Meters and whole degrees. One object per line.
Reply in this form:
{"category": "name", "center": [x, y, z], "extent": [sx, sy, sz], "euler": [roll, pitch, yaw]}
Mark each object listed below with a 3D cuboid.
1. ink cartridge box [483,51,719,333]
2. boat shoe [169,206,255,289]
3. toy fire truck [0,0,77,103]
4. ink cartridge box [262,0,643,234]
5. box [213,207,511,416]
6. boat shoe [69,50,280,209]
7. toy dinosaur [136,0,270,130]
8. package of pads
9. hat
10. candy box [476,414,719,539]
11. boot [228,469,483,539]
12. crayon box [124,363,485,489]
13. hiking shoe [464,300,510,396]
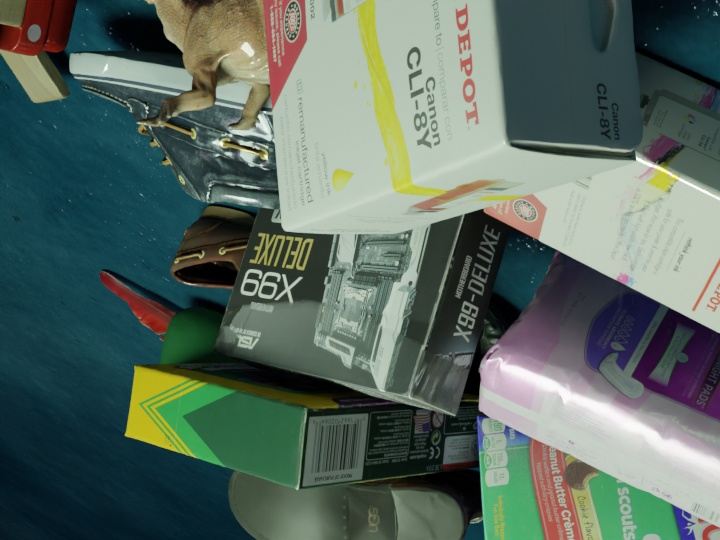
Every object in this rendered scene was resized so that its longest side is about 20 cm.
{"category": "ink cartridge box", "center": [0.175, -0.041, 0.683], "extent": [0.200, 0.068, 0.117], "euler": [29, 153, 13]}
{"category": "boat shoe", "center": [-0.072, -0.003, 1.020], "extent": [0.200, 0.070, 0.070], "euler": [6, 142, 41]}
{"category": "toy fire truck", "center": [-0.262, -0.187, 0.897], "extent": [0.176, 0.129, 0.200], "euler": [19, -171, 30]}
{"category": "ink cartridge box", "center": [0.036, -0.106, 0.629], "extent": [0.083, 0.145, 0.200], "euler": [0, 171, -33]}
{"category": "box", "center": [0.000, 0.000, 0.829], "extent": [0.050, 0.158, 0.200], "euler": [25, 169, -42]}
{"category": "boat shoe", "center": [-0.127, -0.101, 0.872], "extent": [0.200, 0.071, 0.091], "euler": [15, 108, 30]}
{"category": "toy dinosaur", "center": [-0.061, -0.153, 0.758], "extent": [0.200, 0.136, 0.086], "euler": [4, -174, 10]}
{"category": "package of pads", "center": [0.185, 0.074, 0.782], "extent": [0.200, 0.121, 0.076], "euler": [25, 142, 19]}
{"category": "hat", "center": [-0.153, 0.047, 1.251], "extent": [0.200, 0.176, 0.166], "euler": [-1, 156, -15]}
{"category": "candy box", "center": [0.185, 0.177, 0.840], "extent": [0.200, 0.169, 0.077], "euler": [-6, 144, 8]}
{"category": "boot", "center": [0.016, 0.176, 0.961], "extent": [0.200, 0.069, 0.174], "euler": [7, -179, 16]}
{"category": "crayon box", "center": [-0.036, 0.106, 0.900], "extent": [0.172, 0.058, 0.200], "euler": [7, -178, 41]}
{"category": "hiking shoe", "center": [0.122, 0.102, 0.971], "extent": [0.074, 0.087, 0.200], "euler": [-22, 99, 33]}
